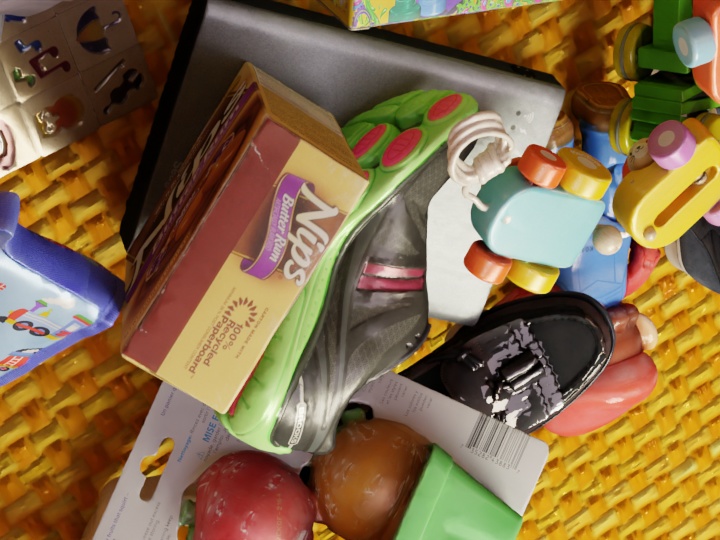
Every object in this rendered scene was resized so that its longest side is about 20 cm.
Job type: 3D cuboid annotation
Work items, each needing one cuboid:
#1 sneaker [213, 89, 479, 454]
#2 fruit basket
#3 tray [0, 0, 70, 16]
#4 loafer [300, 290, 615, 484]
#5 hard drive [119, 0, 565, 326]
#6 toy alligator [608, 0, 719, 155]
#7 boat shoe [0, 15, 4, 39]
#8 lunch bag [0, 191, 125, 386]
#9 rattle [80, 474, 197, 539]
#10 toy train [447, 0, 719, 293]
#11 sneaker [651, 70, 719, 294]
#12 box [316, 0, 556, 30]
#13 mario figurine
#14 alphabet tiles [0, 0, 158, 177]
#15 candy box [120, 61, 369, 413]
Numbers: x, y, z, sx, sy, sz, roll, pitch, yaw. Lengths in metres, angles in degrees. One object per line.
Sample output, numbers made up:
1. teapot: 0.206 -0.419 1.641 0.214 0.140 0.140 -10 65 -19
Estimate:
1. sneaker: 0.000 0.000 1.077 0.084 0.077 0.201 33 88 -35
2. fruit basket: -0.027 0.134 1.123 0.198 0.094 0.187 23 82 3
3. tray: -0.098 -0.192 0.962 0.022 0.107 0.201 33 97 -2
4. loafer: 0.046 0.076 1.183 0.199 0.063 0.072 -26 99 18
5. hard drive: -0.010 -0.056 1.119 0.198 0.033 0.141 12 112 -21
6. toy alligator: 0.170 -0.120 1.140 0.054 0.059 0.202 -16 113 -51
7. boat shoe: -0.185 -0.155 0.952 0.071 0.071 0.202 -12 123 -23
8. lunch bag: -0.210 -0.002 0.956 0.199 0.095 0.150 -18 144 40
9. rattle: -0.057 0.192 1.166 0.198 0.143 0.131 20 104 -11
10. toy train: 0.124 -0.074 1.069 0.199 0.056 0.151 -24 132 -12
11. sneaker: 0.225 -0.057 1.202 0.076 0.146 0.204 -19 124 -16
12. box: 0.064 -0.234 1.019 0.198 0.122 0.194 -10 122 -24
13. mario figurine: 0.110 -0.003 1.231 0.122 0.106 0.202 0 112 12
14. alphabet tiles: -0.168 -0.140 1.020 0.166 0.008 0.201 -28 128 -13
15. candy box: -0.056 -0.021 0.979 0.056 0.200 0.117 31 97 -9
